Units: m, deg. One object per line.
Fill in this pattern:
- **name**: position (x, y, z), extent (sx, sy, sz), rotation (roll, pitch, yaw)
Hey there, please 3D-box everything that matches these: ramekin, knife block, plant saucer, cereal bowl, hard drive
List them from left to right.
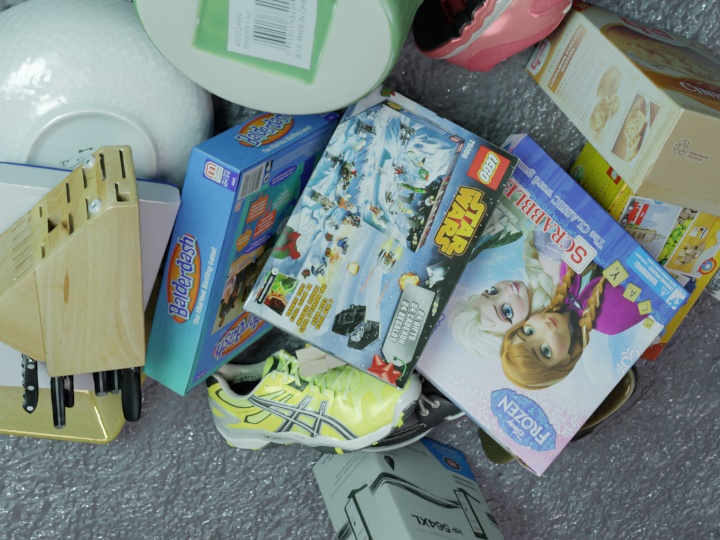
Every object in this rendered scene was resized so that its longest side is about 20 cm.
- **plant saucer**: position (-0.265, 0.049, 0.991), extent (0.200, 0.048, 0.200), rotation (10, 129, -27)
- **hard drive**: position (-0.221, 0.011, 0.914), extent (0.132, 0.025, 0.200), rotation (6, 132, -23)
- **cereal bowl**: position (-0.200, -0.095, 0.904), extent (0.200, 0.083, 0.200), rotation (-10, 126, -14)
- **knife block**: position (-0.176, 0.027, 0.879), extent (0.200, 0.064, 0.176), rotation (-37, 134, 19)
- **ramekin**: position (-0.053, -0.194, 0.817), extent (0.200, 0.098, 0.200), rotation (10, 146, 7)

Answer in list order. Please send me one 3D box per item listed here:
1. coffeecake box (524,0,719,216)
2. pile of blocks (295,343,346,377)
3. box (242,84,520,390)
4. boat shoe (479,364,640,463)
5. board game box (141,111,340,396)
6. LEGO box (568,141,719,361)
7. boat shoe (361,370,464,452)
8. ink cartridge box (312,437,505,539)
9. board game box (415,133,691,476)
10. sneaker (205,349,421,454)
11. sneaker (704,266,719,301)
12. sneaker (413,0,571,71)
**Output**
- **coffeecake box**: position (0.242, -0.124, 0.971), extent (0.153, 0.200, 0.073), rotation (11, 120, -27)
- **pile of blocks**: position (0.000, 0.000, 1.045), extent (0.082, 0.062, 0.200), rotation (36, 86, 1)
- **box**: position (0.016, -0.028, 0.950), extent (0.137, 0.040, 0.200), rotation (28, 85, -4)
- **boat shoe**: position (0.197, 0.128, 1.200), extent (0.066, 0.072, 0.201), rotation (-4, 155, -41)
- **board game box**: position (-0.092, -0.021, 0.963), extent (0.045, 0.152, 0.200), rotation (27, 120, 16)
- **LEGO box**: position (0.245, -0.030, 1.119), extent (0.149, 0.077, 0.200), rotation (14, 118, -28)
- **boat shoe**: position (0.073, 0.102, 1.145), extent (0.200, 0.076, 0.060), rotation (-30, 170, -9)
- **ink cartridge box**: position (0.056, 0.246, 1.168), extent (0.146, 0.200, 0.084), rotation (25, 113, -33)
- **board game box**: position (0.134, 0.028, 1.017), extent (0.200, 0.041, 0.200), rotation (41, 85, -12)
- **sneaker**: position (-0.046, 0.109, 1.074), extent (0.200, 0.075, 0.076), rotation (-9, 128, 21)
- **sneaker**: position (0.388, 0.019, 1.207), extent (0.200, 0.081, 0.076), rotation (18, 115, -31)
- **sneaker**: position (0.134, -0.223, 0.943), extent (0.200, 0.074, 0.087), rotation (-35, 143, 27)
